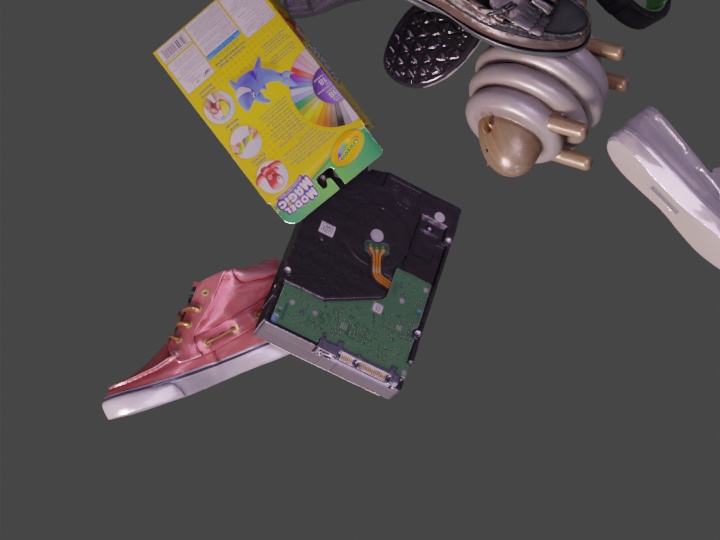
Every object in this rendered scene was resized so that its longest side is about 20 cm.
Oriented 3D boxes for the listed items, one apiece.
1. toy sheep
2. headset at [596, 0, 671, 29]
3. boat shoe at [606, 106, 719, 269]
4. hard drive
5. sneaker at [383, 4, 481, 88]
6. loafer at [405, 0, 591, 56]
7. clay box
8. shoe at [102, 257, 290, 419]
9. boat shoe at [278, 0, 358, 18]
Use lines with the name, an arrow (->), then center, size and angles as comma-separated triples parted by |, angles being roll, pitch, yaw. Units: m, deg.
toy sheep -> 0.169, -0.170, 1.497 | 0.138, 0.138, 0.200 | 33, 65, -9
headset -> 0.231, -0.316, 1.516 | 0.200, 0.094, 0.124 | 40, 42, -25
boat shoe -> 0.325, -0.074, 1.560 | 0.200, 0.072, 0.069 | 44, 78, 3
hard drive -> 0.000, 0.000, 1.454 | 0.140, 0.038, 0.200 | 25, 57, -10
sneaker -> 0.104, -0.248, 1.517 | 0.072, 0.083, 0.200 | 44, 103, 6
loafer -> 0.110, -0.247, 1.428 | 0.200, 0.063, 0.072 | 21, 63, 7
clay box -> -0.077, -0.150, 1.445 | 0.115, 0.048, 0.200 | -38, 87, 12
shoe -> -0.145, 0.058, 1.436 | 0.200, 0.071, 0.091 | -21, 89, -19
boat shoe -> -0.034, -0.276, 1.497 | 0.202, 0.065, 0.075 | -10, 107, -8
